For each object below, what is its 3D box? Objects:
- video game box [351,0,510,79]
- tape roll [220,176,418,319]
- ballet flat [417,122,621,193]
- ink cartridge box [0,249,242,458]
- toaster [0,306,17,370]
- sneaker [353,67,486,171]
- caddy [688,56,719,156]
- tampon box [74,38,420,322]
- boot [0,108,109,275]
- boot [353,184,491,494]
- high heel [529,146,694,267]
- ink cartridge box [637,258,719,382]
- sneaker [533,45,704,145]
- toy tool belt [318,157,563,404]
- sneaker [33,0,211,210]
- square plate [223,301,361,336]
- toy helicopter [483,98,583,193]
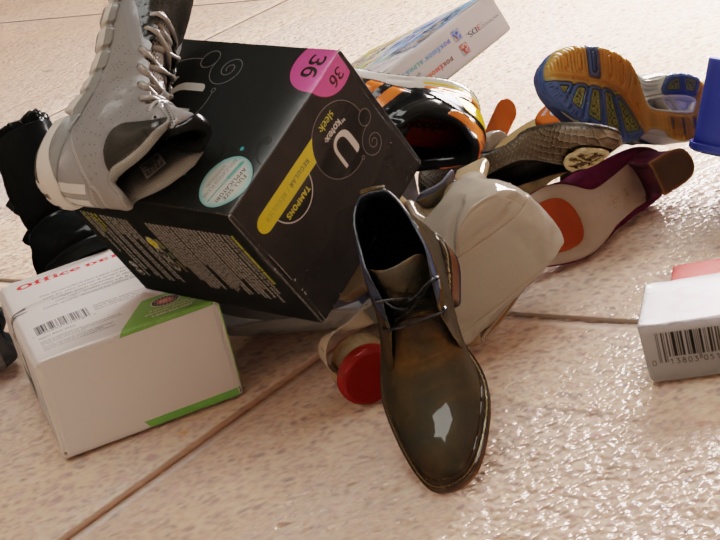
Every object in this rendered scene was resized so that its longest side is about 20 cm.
[{"bbox_3d":[0.013,-0.164,1.620,0.182,0.047,0.200,-42,14,-31],"label":"video game box"},{"bbox_3d":[-0.049,-0.041,1.462,0.199,0.066,0.201,-9,30,5],"label":"tape roll"},{"bbox_3d":[0.124,-0.080,1.447,0.199,0.047,0.067,-11,-23,41],"label":"ballet flat"},{"bbox_3d":[-0.193,0.054,1.418,0.145,0.084,0.200,-20,21,-13],"label":"ink cartridge box"},{"bbox_3d":[-0.380,0.036,1.570,0.129,0.114,0.200,-21,22,-10],"label":"toaster"},{"bbox_3d":[0.002,-0.114,1.413,0.199,0.070,0.090,1,26,-7],"label":"sneaker"},{"bbox_3d":[0.352,-0.109,1.431,0.141,0.105,0.200,2,10,-28],"label":"caddy"},{"bbox_3d":[-0.090,-0.069,1.299,0.199,0.126,0.150,9,60,43],"label":"tampon box"},{"bbox_3d":[-0.270,-0.064,1.595,0.073,0.163,0.198,-16,-8,-22],"label":"boot"},{"bbox_3d":[0.030,0.041,1.157,0.074,0.097,0.201,-21,51,14],"label":"boot"},{"bbox_3d":[0.175,-0.047,1.478,0.199,0.068,0.096,-21,4,-21],"label":"high heel"},{"bbox_3d":[0.282,0.006,1.251,0.162,0.057,0.200,-9,25,18],"label":"ink cartridge box"},{"bbox_3d":[0.199,-0.133,1.485,0.199,0.076,0.088,10,-12,-43],"label":"sneaker"},{"bbox_3d":[0.042,0.003,1.324,0.200,0.125,0.123,-42,34,-3],"label":"toy tool belt"},{"bbox_3d":[-0.135,-0.124,1.238,0.115,0.075,0.201,13,74,39],"label":"sneaker"},{"bbox_3d":[0.000,0.000,1.490,0.199,0.029,0.198,-8,25,26],"label":"square plate"},{"bbox_3d":[0.115,-0.087,1.597,0.200,0.079,0.132,-32,29,-8],"label":"toy helicopter"}]
